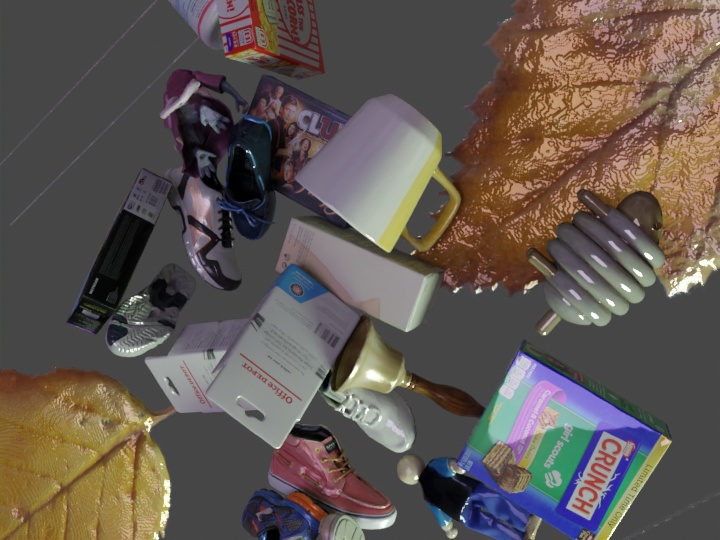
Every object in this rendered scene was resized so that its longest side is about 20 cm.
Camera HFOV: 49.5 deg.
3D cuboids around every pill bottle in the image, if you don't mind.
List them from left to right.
[{"bbox_3d":[-0.227,-0.409,1.066,0.109,0.109,0.201,-44,79,20],"label":"pill bottle"}]

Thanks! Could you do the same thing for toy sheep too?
[{"bbox_3d":[0.268,-0.007,0.896,0.138,0.138,0.201,43,105,12],"label":"toy sheep"}]

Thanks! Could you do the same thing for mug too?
[{"bbox_3d":[0.029,-0.123,0.969,0.149,0.186,0.154,38,93,31],"label":"mug"}]

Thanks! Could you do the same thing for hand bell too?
[{"bbox_3d":[0.071,0.145,1.001,0.198,0.104,0.105,26,106,-13],"label":"hand bell"}]

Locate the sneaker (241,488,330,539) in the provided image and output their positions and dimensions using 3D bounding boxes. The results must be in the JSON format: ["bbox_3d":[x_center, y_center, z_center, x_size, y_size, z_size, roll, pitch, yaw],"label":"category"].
[{"bbox_3d":[-0.120,0.353,1.078,0.075,0.079,0.199,46,146,-9],"label":"sneaker"}]

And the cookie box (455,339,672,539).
[{"bbox_3d":[0.244,0.211,0.950,0.198,0.075,0.173,30,105,11],"label":"cookie box"}]

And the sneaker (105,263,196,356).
[{"bbox_3d":[-0.319,0.084,1.115,0.079,0.200,0.130,35,121,-13],"label":"sneaker"}]

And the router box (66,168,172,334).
[{"bbox_3d":[-0.337,-0.023,1.086,0.051,0.202,0.149,26,152,-19],"label":"router box"}]

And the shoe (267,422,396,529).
[{"bbox_3d":[-0.038,0.278,1.077,0.198,0.071,0.092,16,107,24],"label":"shoe"}]

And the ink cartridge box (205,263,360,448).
[{"bbox_3d":[-0.101,0.108,0.963,0.115,0.201,0.067,38,152,-10],"label":"ink cartridge box"}]

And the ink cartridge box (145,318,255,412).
[{"bbox_3d":[-0.185,0.133,1.092,0.197,0.067,0.117,-6,126,22],"label":"ink cartridge box"}]

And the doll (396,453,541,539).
[{"bbox_3d":[0.133,0.301,1.018,0.198,0.048,0.138,24,128,22],"label":"doll"}]

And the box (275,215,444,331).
[{"bbox_3d":[0.000,0.000,1.024,0.198,0.095,0.079,24,102,19],"label":"box"}]

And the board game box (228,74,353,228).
[{"bbox_3d":[-0.073,-0.164,1.068,0.198,0.035,0.137,29,105,17],"label":"board game box"}]

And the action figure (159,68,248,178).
[{"bbox_3d":[-0.241,-0.222,1.069,0.133,0.149,0.201,-38,49,11],"label":"action figure"}]

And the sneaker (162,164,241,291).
[{"bbox_3d":[-0.213,-0.068,1.114,0.079,0.074,0.202,-25,86,20],"label":"sneaker"}]

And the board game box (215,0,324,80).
[{"bbox_3d":[-0.115,-0.332,0.980,0.046,0.200,0.154,-9,93,21],"label":"board game box"}]

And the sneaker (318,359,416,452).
[{"bbox_3d":[-0.010,0.173,1.048,0.200,0.087,0.075,41,108,12],"label":"sneaker"}]

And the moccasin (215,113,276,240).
[{"bbox_3d":[-0.159,-0.112,1.041,0.079,0.069,0.202,13,137,12],"label":"moccasin"}]

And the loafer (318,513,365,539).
[{"bbox_3d":[-0.024,0.392,1.044,0.062,0.072,0.201,2,134,30],"label":"loafer"}]
